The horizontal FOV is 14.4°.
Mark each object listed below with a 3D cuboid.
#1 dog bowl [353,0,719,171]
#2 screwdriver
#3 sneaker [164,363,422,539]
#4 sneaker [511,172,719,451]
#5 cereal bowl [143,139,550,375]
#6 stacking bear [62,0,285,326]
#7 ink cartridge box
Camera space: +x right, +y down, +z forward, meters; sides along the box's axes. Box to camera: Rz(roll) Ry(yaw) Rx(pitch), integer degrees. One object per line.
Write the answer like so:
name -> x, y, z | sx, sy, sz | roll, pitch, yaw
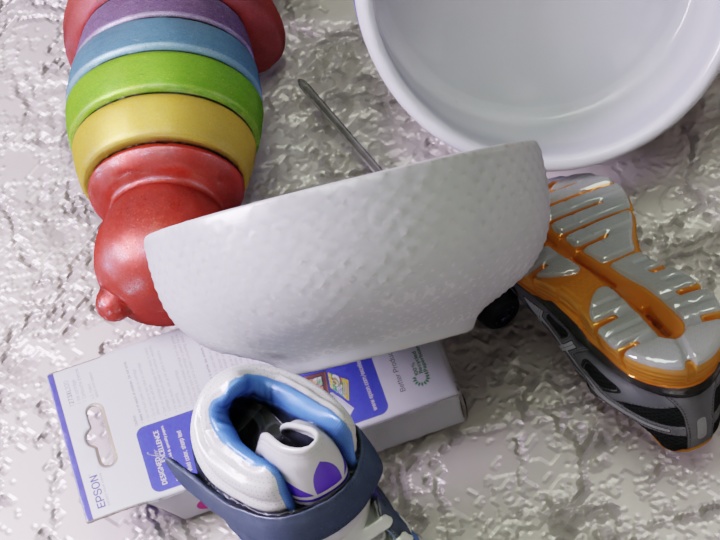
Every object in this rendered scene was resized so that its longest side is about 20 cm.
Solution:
dog bowl -> 0.094, -0.156, 1.474 | 0.200, 0.200, 0.079 | -18, 17, 0
screwdriver -> 0.018, -0.037, 1.519 | 0.200, 0.028, 0.029 | 45, 104, 33
sneaker -> -0.009, 0.129, 1.328 | 0.081, 0.146, 0.200 | -37, 69, -10
sneaker -> 0.121, 0.019, 1.435 | 0.078, 0.077, 0.200 | -23, 38, -9
cereal bowl -> 0.000, 0.000, 1.369 | 0.200, 0.200, 0.083 | -15, 90, 2
stacking bear -> -0.102, -0.061, 1.507 | 0.121, 0.114, 0.200 | -8, 57, 7
ink cartridge box -> -0.054, 0.065, 1.462 | 0.200, 0.037, 0.095 | -18, 56, -3
